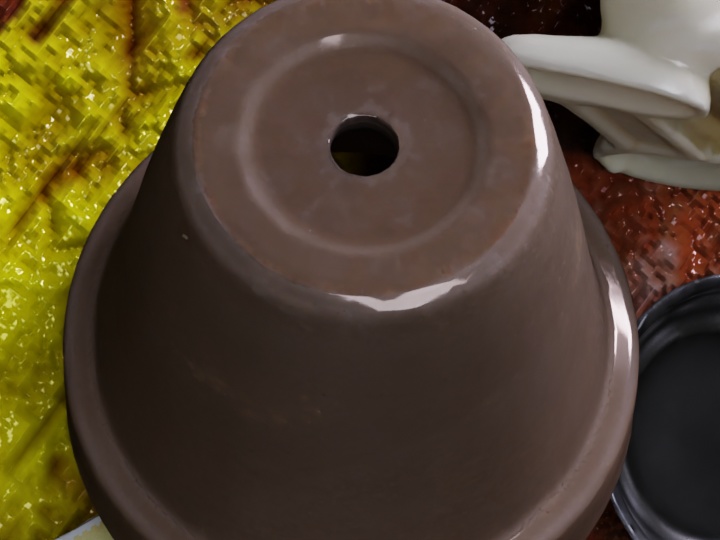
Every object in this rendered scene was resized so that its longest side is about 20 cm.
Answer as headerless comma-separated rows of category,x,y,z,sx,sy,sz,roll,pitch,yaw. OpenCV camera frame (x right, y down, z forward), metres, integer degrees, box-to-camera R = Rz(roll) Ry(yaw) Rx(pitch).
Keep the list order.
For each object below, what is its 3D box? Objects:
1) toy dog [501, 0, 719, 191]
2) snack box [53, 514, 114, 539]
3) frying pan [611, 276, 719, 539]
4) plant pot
toy dog,0.148,-0.140,0.950,0.139,0.193,0.201,24,76,-50
snack box,-0.060,0.134,0.931,0.199,0.037,0.116,-29,62,-14
frying pan,0.165,0.042,1.019,0.189,0.031,0.115,-31,97,-22
plant pot,0.000,0.000,0.877,0.199,0.175,0.201,1,62,-2
